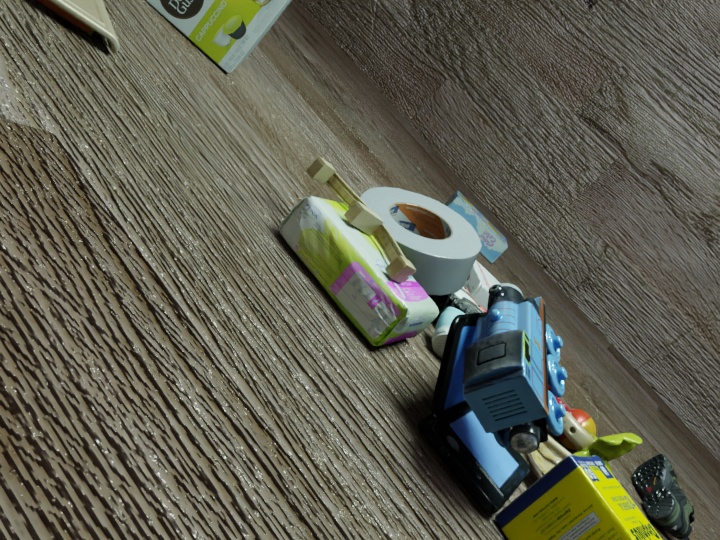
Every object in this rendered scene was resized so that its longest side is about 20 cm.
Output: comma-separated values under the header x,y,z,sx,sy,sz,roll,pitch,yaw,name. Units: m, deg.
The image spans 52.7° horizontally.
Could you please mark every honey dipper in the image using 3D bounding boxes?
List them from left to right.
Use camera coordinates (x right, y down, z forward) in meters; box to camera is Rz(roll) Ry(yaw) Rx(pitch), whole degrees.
x,y,z,sx,sy,sz,roll,pitch,yaw,name
0.222,0.201,0.944,0.199,0.038,0.038,37,10,32,honey dipper

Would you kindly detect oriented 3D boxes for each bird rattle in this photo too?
x,y,z,sx,sy,sz,roll,pitch,yaw,name
0.331,0.253,1.154,0.199,0.113,0.163,38,0,22,bird rattle

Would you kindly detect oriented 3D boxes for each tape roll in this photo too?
x,y,z,sx,sy,sz,roll,pitch,yaw,name
0.080,-0.048,1.099,0.197,0.067,0.201,16,30,-10,tape roll

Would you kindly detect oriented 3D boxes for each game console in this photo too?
x,y,z,sx,sy,sz,roll,pitch,yaw,name
0.151,0.153,0.835,0.176,0.116,0.199,50,17,17,game console

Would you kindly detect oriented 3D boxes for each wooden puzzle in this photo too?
x,y,z,sx,sy,sz,roll,pitch,yaw,name
-0.390,-0.364,0.884,0.199,0.037,0.186,36,18,-47,wooden puzzle

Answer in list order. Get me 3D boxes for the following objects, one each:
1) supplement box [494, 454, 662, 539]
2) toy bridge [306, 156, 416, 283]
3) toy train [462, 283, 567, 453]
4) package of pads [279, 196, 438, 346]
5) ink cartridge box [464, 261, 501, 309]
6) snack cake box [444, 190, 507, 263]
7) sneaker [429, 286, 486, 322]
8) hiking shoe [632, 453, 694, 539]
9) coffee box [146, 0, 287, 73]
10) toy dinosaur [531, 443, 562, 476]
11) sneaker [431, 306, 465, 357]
x,y,z,sx,sy,sz,roll,pitch,yaw,name
0.249,0.301,0.731,0.108,0.110,0.201,21,29,-55,supplement box
0.005,-0.064,0.908,0.201,0.027,0.067,53,13,26,toy bridge
0.165,0.095,0.773,0.115,0.086,0.201,57,28,-25,toy train
0.000,0.000,0.915,0.201,0.068,0.154,49,15,15,package of pads
0.238,0.082,1.288,0.199,0.084,0.147,40,16,-17,ink cartridge box
0.319,-0.124,2.034,0.200,0.067,0.115,44,15,-5,snack cake box
0.145,0.061,1.124,0.200,0.071,0.098,45,14,-7,sneaker
0.557,0.418,1.324,0.101,0.075,0.200,53,24,-4,hiking shoe
-0.240,-0.511,1.316,0.197,0.200,0.201,40,17,-15,coffee box
0.252,0.260,0.937,0.101,0.058,0.200,42,16,-8,toy dinosaur
0.190,0.121,1.049,0.199,0.074,0.083,40,42,-20,sneaker
